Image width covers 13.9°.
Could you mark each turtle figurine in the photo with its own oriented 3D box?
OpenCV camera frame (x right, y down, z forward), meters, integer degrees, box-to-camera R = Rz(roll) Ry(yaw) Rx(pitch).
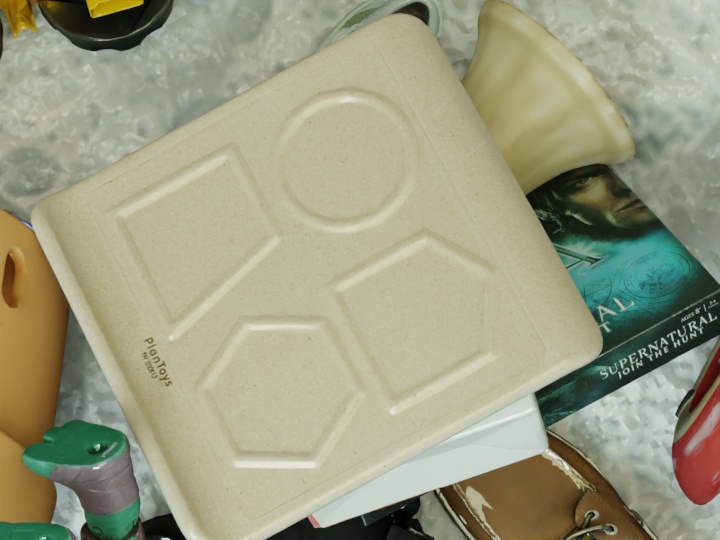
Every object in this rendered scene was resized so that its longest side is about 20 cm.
[{"bbox_3d":[-0.101,0.172,1.260,0.100,0.150,0.201,-12,121,8],"label":"turtle figurine"}]

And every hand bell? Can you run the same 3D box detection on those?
[{"bbox_3d":[0.026,-0.025,1.419,0.200,0.104,0.104,-44,91,-8],"label":"hand bell"}]

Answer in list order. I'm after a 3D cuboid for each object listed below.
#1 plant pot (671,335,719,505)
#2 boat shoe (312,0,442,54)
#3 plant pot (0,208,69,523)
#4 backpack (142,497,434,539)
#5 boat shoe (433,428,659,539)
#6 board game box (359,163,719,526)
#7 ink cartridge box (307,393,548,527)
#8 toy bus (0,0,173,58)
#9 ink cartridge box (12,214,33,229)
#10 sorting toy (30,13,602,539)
[{"bbox_3d":[0.260,0.062,1.395,0.182,0.200,0.201,32,83,2],"label":"plant pot"},{"bbox_3d":[-0.028,-0.051,1.437,0.074,0.065,0.202,39,83,-2],"label":"boat shoe"},{"bbox_3d":[-0.216,0.042,1.319,0.199,0.200,0.141,21,69,-4],"label":"plant pot"},{"bbox_3d":[-0.029,0.213,1.374,0.166,0.127,0.201,-10,65,-14],"label":"backpack"},{"bbox_3d":[0.114,0.138,1.437,0.200,0.068,0.072,42,84,-1],"label":"boat shoe"},{"bbox_3d":[0.060,0.029,1.413,0.199,0.135,0.028,-28,129,-8],"label":"board game box"},{"bbox_3d":[0.000,0.000,1.341,0.116,0.068,0.201,-19,68,3],"label":"ink cartridge box"},{"bbox_3d":[-0.181,-0.199,1.408,0.199,0.136,0.193,-18,75,-4],"label":"toy bus"},{"bbox_3d":[-0.229,0.052,1.423,0.119,0.042,0.201,26,82,-4],"label":"ink cartridge box"},{"bbox_3d":[-0.020,0.006,1.292,0.199,0.037,0.186,-27,70,-5],"label":"sorting toy"}]
